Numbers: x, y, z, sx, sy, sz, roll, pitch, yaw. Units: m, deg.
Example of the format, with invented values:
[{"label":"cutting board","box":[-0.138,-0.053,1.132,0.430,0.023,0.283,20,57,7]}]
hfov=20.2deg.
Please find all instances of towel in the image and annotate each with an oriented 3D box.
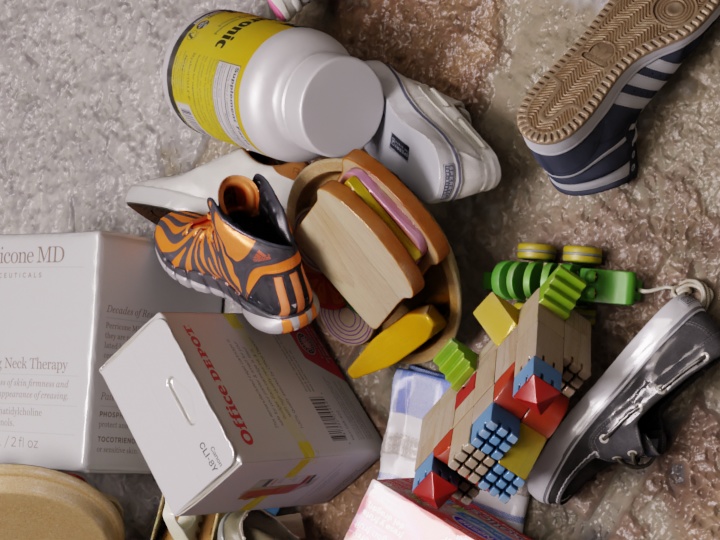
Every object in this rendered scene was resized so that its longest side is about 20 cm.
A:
[{"label":"towel","box":[0.067,0.186,1.615,0.147,0.024,0.200,14,94,36]}]

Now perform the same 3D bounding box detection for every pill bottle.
[{"label":"pill bottle","box":[-0.070,-0.150,1.669,0.200,0.111,0.111,22,99,52]}]

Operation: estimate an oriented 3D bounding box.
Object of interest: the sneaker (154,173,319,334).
[{"label":"sneaker","box":[-0.105,-0.035,1.635,0.200,0.078,0.112,27,138,44]}]

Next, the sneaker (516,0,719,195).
[{"label":"sneaker","box":[0.205,-0.140,1.525,0.200,0.109,0.070,-43,55,-9]}]

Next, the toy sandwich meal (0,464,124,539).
[{"label":"toy sandwich meal","box":[-0.296,0.208,1.689,0.205,0.205,0.070,-36,38,29]}]

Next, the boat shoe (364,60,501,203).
[{"label":"boat shoe","box":[0.053,-0.114,1.628,0.200,0.070,0.071,-132,42,-55]}]

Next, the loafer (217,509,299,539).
[{"label":"loafer","box":[-0.030,0.259,1.625,0.200,0.075,0.070,44,122,5]}]

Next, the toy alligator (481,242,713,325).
[{"label":"toy alligator","box":[0.167,0.011,1.538,0.200,0.054,0.059,4,88,37]}]

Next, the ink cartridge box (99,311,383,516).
[{"label":"ink cartridge box","box":[-0.094,0.113,1.627,0.083,0.200,0.145,-42,66,26]}]

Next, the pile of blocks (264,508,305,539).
[{"label":"pile of blocks","box":[-0.094,0.215,1.721,0.062,0.082,0.200,107,156,-64]}]

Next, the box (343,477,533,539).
[{"label":"box","box":[0.089,0.243,1.524,0.200,0.103,0.095,29,98,25]}]

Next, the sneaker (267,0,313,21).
[{"label":"sneaker","box":[-0.059,-0.300,1.730,0.087,0.074,0.200,-22,52,3]}]

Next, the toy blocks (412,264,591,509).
[{"label":"toy blocks","box":[0.103,0.109,1.490,0.100,0.137,0.200,34,117,-11]}]

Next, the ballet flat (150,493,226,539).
[{"label":"ballet flat","box":[-0.147,0.223,1.646,0.071,0.071,0.200,1,66,37]}]

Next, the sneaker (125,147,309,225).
[{"label":"sneaker","box":[-0.116,-0.070,1.762,0.200,0.073,0.085,7,66,38]}]

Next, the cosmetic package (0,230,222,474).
[{"label":"cosmetic package","box":[-0.236,0.074,1.764,0.167,0.166,0.200,-1,84,37]}]

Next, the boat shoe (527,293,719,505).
[{"label":"boat shoe","box":[0.203,0.110,1.499,0.066,0.070,0.200,45,109,21]}]

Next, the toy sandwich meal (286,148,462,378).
[{"label":"toy sandwich meal","box":[0.000,0.000,1.603,0.205,0.070,0.205,28,136,31]}]
